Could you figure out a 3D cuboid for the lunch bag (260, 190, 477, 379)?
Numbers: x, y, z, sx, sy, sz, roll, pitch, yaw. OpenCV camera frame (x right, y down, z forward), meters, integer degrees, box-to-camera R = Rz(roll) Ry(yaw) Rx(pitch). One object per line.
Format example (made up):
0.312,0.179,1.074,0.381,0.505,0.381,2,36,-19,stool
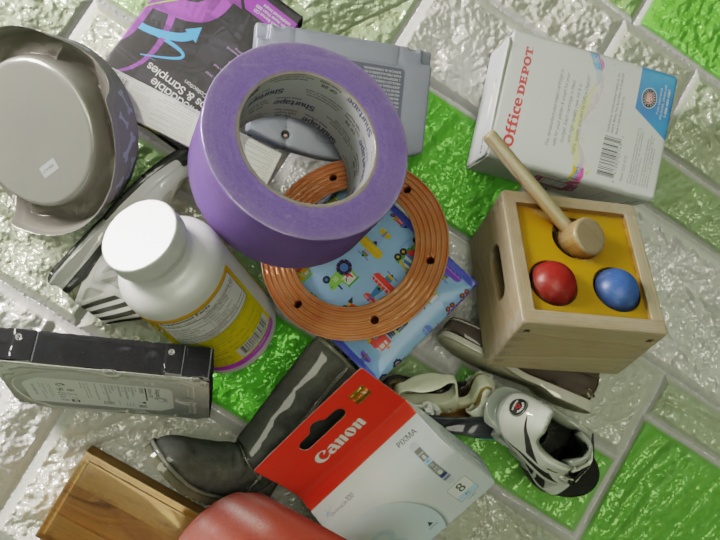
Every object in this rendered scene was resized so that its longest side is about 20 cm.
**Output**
0.000,0.000,0.843,0.151,0.094,0.200,-43,85,-5,lunch bag

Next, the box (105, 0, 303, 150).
-0.176,-0.236,0.844,0.143,0.036,0.200,35,85,-6,box

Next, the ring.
-0.007,-0.023,0.807,0.199,0.019,0.202,-3,72,10,ring

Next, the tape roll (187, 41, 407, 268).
-0.061,-0.109,0.746,0.199,0.085,0.201,7,70,-18,tape roll

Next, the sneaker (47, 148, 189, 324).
-0.218,-0.026,0.815,0.115,0.076,0.201,43,97,-14,sneaker

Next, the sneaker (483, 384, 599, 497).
0.217,0.199,0.832,0.200,0.088,0.074,40,73,-34,sneaker

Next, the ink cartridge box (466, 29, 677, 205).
0.234,-0.166,0.877,0.199,0.085,0.145,14,86,-9,ink cartridge box

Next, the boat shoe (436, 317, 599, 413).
0.179,0.095,0.869,0.199,0.072,0.060,26,78,-10,boat shoe

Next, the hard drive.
-0.247,0.106,0.769,0.199,0.140,0.038,6,63,-9,hard drive

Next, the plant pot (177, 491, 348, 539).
-0.072,0.316,0.723,0.200,0.195,0.202,-19,117,-42,plant pot

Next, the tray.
-0.225,0.280,0.819,0.199,0.037,0.099,31,84,-5,tray

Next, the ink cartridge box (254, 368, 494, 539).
0.017,0.212,0.795,0.160,0.047,0.200,-44,120,10,ink cartridge box

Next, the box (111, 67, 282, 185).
-0.178,-0.147,0.805,0.199,0.039,0.042,25,89,-7,box

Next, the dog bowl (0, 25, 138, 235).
-0.308,-0.138,0.767,0.199,0.059,0.201,7,110,19,dog bowl

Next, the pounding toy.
0.203,-0.016,0.815,0.183,0.142,0.201,5,58,-13,pounding toy

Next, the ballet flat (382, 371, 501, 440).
0.105,0.142,0.841,0.199,0.073,0.074,6,87,-15,ballet flat

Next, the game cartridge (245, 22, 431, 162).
-0.023,-0.186,0.847,0.199,0.041,0.134,5,90,-17,game cartridge

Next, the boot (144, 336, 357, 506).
-0.097,0.151,0.798,0.200,0.073,0.182,-46,138,-1,boot

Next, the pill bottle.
-0.162,0.017,0.747,0.104,0.200,0.105,-8,59,14,pill bottle
